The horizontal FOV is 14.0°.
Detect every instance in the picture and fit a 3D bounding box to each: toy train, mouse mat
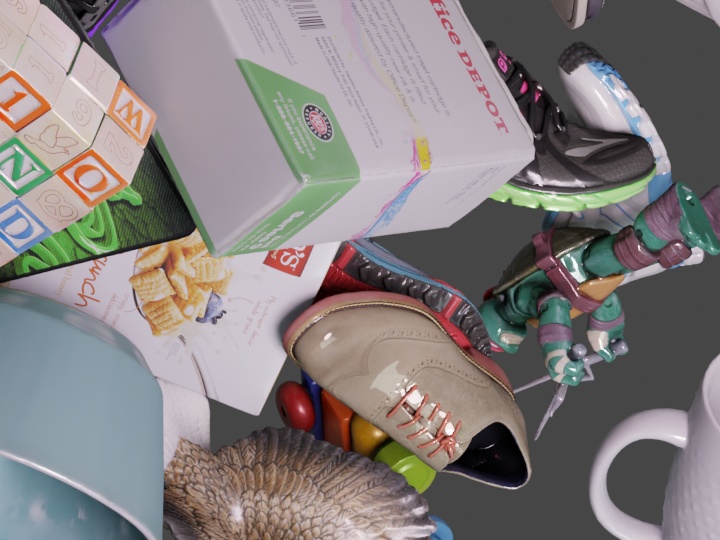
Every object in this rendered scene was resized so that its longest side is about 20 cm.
[{"bbox_3d":[0.007,0.094,1.803,0.085,0.116,0.200,-19,131,-17],"label":"toy train"},{"bbox_3d":[-0.194,-0.077,1.547,0.161,0.008,0.200,-13,127,24],"label":"mouse mat"}]

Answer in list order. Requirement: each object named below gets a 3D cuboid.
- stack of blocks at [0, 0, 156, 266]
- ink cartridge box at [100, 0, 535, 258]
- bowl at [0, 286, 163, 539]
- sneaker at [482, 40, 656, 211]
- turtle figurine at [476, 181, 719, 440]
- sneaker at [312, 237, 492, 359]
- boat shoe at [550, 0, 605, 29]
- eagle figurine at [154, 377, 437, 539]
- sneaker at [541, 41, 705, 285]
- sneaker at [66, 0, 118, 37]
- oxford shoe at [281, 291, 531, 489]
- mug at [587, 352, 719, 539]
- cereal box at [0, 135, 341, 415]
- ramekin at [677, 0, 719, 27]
[{"bbox_3d":[-0.215,-0.102,1.486,0.115,0.059,0.200,-30,118,34],"label":"stack of blocks"},{"bbox_3d":[-0.019,-0.095,1.577,0.200,0.145,0.087,-10,157,-48],"label":"ink cartridge box"},{"bbox_3d":[-0.188,0.079,1.616,0.201,0.201,0.105,38,63,-43],"label":"bowl"},{"bbox_3d":[0.082,-0.087,1.708,0.200,0.077,0.084,14,105,-11],"label":"sneaker"},{"bbox_3d":[0.135,0.018,1.762,0.200,0.101,0.150,-35,-179,26],"label":"turtle figurine"},{"bbox_3d":[0.000,0.000,1.737,0.079,0.096,0.200,-42,121,19],"label":"sneaker"},{"bbox_3d":[0.137,-0.230,1.666,0.063,0.073,0.200,-14,125,-18],"label":"boat shoe"},{"bbox_3d":[-0.067,0.163,1.749,0.151,0.200,0.152,27,82,-47],"label":"eagle figurine"},{"bbox_3d":[0.147,-0.054,1.808,0.087,0.075,0.200,-29,133,-1],"label":"sneaker"},{"bbox_3d":[-0.150,-0.158,1.518,0.070,0.100,0.200,32,101,-15],"label":"sneaker"},{"bbox_3d":[0.036,0.070,1.677,0.070,0.075,0.200,-45,138,19],"label":"oxford shoe"},{"bbox_3d":[0.253,0.152,1.992,0.200,0.148,0.176,13,129,-3],"label":"mug"},{"bbox_3d":[-0.119,-0.018,1.638,0.200,0.040,0.144,22,113,-9],"label":"cereal box"},{"bbox_3d":[0.216,-0.236,1.651,0.202,0.094,0.203,-37,139,-41],"label":"ramekin"}]
